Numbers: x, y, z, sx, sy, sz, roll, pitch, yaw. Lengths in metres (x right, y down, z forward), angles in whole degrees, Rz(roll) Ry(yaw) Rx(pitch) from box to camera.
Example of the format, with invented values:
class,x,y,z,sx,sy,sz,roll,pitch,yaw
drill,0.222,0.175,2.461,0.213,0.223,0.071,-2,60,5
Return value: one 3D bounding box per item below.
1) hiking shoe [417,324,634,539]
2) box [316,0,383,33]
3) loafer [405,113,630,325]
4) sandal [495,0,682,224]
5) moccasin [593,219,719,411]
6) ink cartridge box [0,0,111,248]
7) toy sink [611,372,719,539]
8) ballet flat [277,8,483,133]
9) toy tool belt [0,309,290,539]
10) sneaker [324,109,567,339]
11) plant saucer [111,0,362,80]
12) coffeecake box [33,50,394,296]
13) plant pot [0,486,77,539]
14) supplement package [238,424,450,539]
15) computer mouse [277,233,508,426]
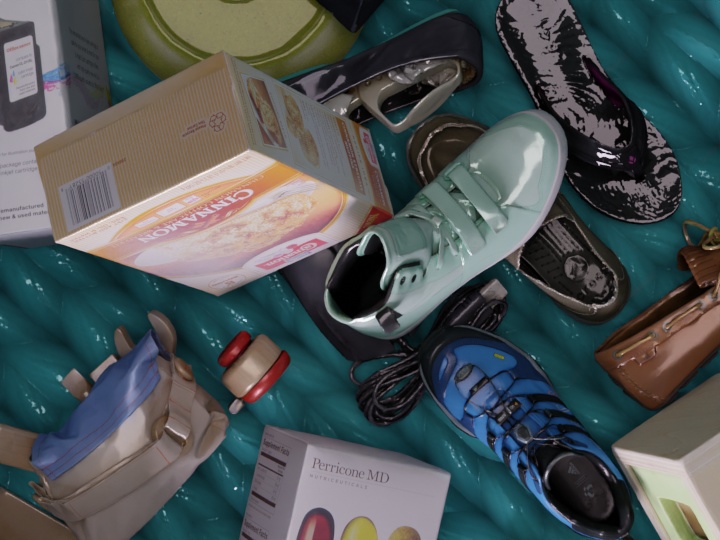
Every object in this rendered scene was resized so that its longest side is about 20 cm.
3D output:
class,x,y,z,sx,sy,sz,roll,pitch,yaw
hiking shoe,0.124,0.112,1.395,0.200,0.087,0.074,42,88,-6
box,-0.011,-0.316,1.389,0.198,0.123,0.200,39,76,1
loafer,0.118,-0.040,1.413,0.200,0.070,0.075,39,89,-2
sandal,0.161,-0.118,1.431,0.075,0.048,0.201,-34,87,0
moccasin,0.251,0.007,1.417,0.201,0.074,0.078,-44,97,9
ink cartridge box,-0.229,-0.122,1.395,0.082,0.146,0.202,-8,87,6
toy sink,0.277,0.184,1.355,0.112,0.130,0.201,-32,97,-12
ballet flat,0.000,-0.122,1.423,0.199,0.073,0.074,-24,87,-1
toy tool belt,-0.159,0.094,1.399,0.123,0.125,0.200,43,89,-6
sneaker,0.058,-0.030,1.334,0.074,0.118,0.201,45,100,14
plant saucer,-0.088,-0.222,1.453,0.198,0.031,0.202,0,89,2
coffeecake box,-0.093,-0.058,1.323,0.153,0.200,0.074,-24,69,22
plant pot,-0.238,0.292,1.365,0.199,0.200,0.178,30,98,3
supplement package,-0.025,0.220,1.380,0.113,0.109,0.202,13,89,-19
computer mouse,0.000,0.000,1.430,0.138,0.053,0.200,-42,87,1
